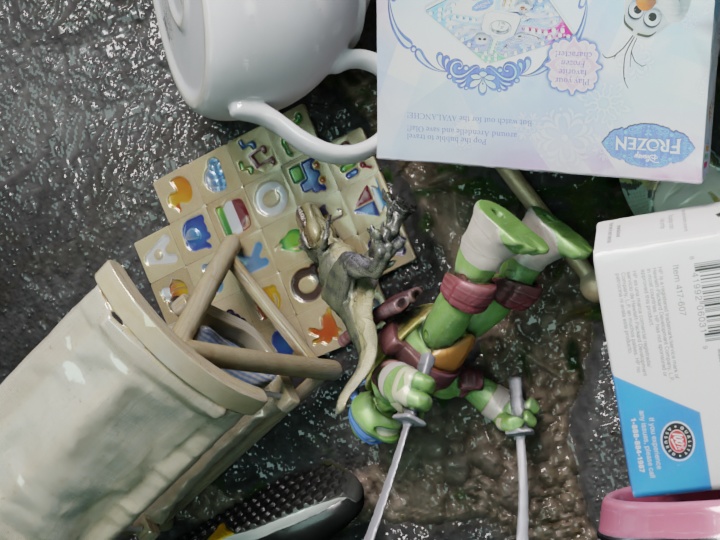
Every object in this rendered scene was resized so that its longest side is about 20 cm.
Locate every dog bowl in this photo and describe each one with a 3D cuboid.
[{"bbox_3d":[0.227,0.159,0.739,0.197,0.200,0.075,-9,84,18],"label":"dog bowl"}]

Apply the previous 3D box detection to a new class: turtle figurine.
[{"bbox_3d":[0.078,0.067,0.801,0.142,0.201,0.195,21,113,-23],"label":"turtle figurine"}]

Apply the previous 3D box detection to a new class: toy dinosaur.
[{"bbox_3d":[0.000,0.000,0.815,0.047,0.201,0.089,24,116,-23],"label":"toy dinosaur"}]

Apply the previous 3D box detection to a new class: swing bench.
[{"bbox_3d":[-0.147,0.097,0.843,0.199,0.200,0.130,-43,83,18],"label":"swing bench"}]

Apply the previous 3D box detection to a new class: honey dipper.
[{"bbox_3d":[0.103,-0.063,0.847,0.038,0.038,0.201,-40,85,16],"label":"honey dipper"}]

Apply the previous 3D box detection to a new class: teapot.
[{"bbox_3d":[-0.053,-0.194,0.828,0.144,0.198,0.203,-11,121,-18],"label":"teapot"}]

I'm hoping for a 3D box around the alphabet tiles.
[{"bbox_3d":[-0.065,-0.014,0.917,0.198,0.006,0.168,-25,87,18],"label":"alphabet tiles"}]

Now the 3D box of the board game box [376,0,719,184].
[{"bbox_3d":[0.106,-0.159,0.731,0.197,0.043,0.202,7,108,20],"label":"board game box"}]

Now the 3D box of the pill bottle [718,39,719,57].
[{"bbox_3d":[0.200,-0.216,0.763,0.200,0.111,0.111,43,105,11],"label":"pill bottle"}]

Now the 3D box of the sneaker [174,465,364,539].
[{"bbox_3d":[-0.068,0.214,0.909,0.198,0.070,0.091,-29,100,18],"label":"sneaker"}]

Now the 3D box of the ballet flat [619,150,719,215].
[{"bbox_3d":[0.230,-0.008,0.789,0.069,0.071,0.201,-36,83,15],"label":"ballet flat"}]

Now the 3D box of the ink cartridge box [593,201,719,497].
[{"bbox_3d":[0.240,0.035,0.712,0.197,0.084,0.148,-8,102,14],"label":"ink cartridge box"}]
